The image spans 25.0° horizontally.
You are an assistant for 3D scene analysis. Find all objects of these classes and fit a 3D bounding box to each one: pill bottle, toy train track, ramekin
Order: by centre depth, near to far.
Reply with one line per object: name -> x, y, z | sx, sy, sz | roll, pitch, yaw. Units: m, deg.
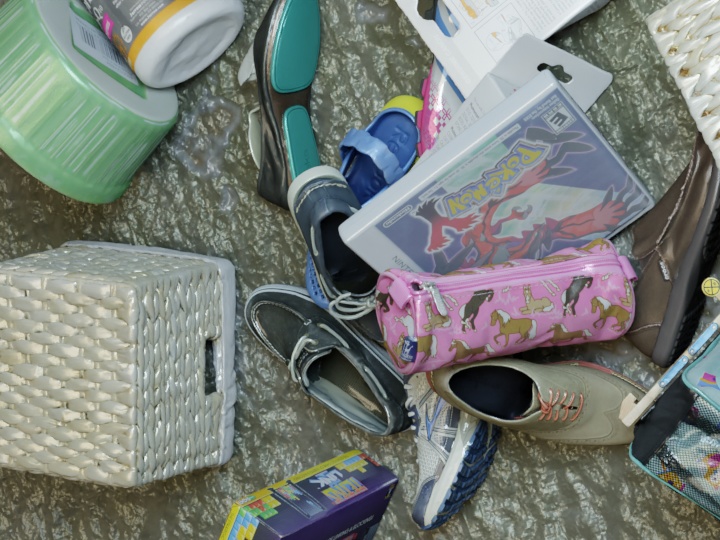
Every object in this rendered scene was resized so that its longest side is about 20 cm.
toy train track -> 0.258, 0.034, 1.223 | 0.032, 0.115, 0.200 | 42, 101, 10
pill bottle -> -0.201, -0.273, 1.448 | 0.116, 0.116, 0.201 | -44, 76, 27
ramekin -> -0.257, -0.167, 1.454 | 0.098, 0.200, 0.201 | -42, 77, 20

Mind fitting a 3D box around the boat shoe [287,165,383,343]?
boat shoe -> 0.000, 0.000, 1.349 | 0.074, 0.201, 0.062 | -24, 43, -2

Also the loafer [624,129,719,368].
loafer -> 0.242, -0.025, 1.261 | 0.070, 0.073, 0.202 | 23, 108, 23

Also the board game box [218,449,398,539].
board game box -> -0.062, 0.257, 1.405 | 0.056, 0.199, 0.167 | 33, 113, 22

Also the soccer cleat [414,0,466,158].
soccer cleat -> 0.094, -0.152, 1.326 | 0.085, 0.070, 0.203 | 6, 101, 29

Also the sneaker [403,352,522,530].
sneaker -> 0.075, 0.120, 1.384 | 0.084, 0.077, 0.202 | 21, 98, 26

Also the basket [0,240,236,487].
basket -> -0.234, 0.086, 1.492 | 0.198, 0.160, 0.201 | 6, 100, 26

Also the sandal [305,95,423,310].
sandal -> -0.004, -0.055, 1.390 | 0.079, 0.087, 0.202 | 29, 113, 20

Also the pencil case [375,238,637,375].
pencil case -> 0.112, 0.026, 1.251 | 0.086, 0.197, 0.084 | -159, 62, -71

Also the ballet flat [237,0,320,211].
ballet flat -> -0.075, -0.153, 1.426 | 0.068, 0.068, 0.203 | 6, 101, 37

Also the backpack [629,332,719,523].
backpack -> 0.323, 0.128, 1.183 | 0.200, 0.175, 0.154 | 44, 120, 11

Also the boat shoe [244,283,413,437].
boat shoe -> -0.030, 0.076, 1.432 | 0.199, 0.071, 0.073 | 31, 112, 22

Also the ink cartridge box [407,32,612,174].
ink cartridge box -> 0.118, -0.078, 1.291 | 0.201, 0.114, 0.068 | -52, 42, 26

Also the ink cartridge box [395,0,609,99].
ink cartridge box -> 0.121, -0.257, 1.282 | 0.199, 0.050, 0.162 | -38, 79, 15

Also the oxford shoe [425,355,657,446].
oxford shoe -> 0.150, 0.108, 1.295 | 0.197, 0.075, 0.071 | 11, 99, -6

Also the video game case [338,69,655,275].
video game case -> 0.109, -0.042, 1.255 | 0.199, 0.182, 0.023 | -37, 46, 13

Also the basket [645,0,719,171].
basket -> 0.333, -0.151, 1.122 | 0.199, 0.197, 0.162 | -35, 77, 29
